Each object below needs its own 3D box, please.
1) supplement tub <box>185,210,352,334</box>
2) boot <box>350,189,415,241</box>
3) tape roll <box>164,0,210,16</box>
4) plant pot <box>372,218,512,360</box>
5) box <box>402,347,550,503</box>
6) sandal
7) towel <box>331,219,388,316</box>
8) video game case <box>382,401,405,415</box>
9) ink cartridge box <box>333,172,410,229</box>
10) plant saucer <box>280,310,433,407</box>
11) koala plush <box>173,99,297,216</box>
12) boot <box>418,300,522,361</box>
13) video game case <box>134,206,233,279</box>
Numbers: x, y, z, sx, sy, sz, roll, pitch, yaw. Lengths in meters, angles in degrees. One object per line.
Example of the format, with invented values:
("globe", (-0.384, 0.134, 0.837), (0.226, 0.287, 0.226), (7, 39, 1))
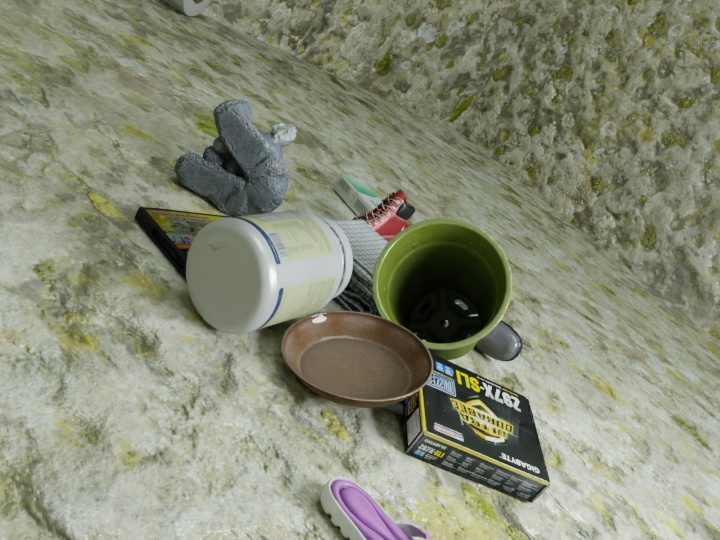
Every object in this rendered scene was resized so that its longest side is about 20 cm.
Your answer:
("supplement tub", (-0.114, -0.004, 1.017), (0.145, 0.146, 0.199), (39, 26, 22))
("boot", (0.014, -0.102, 1.471), (0.199, 0.145, 0.072), (8, 31, -46))
("tape roll", (-0.598, -1.001, 2.647), (0.139, 0.204, 0.203), (33, 19, 7))
("plant pot", (0.128, 0.052, 1.175), (0.200, 0.200, 0.190), (39, -12, 21))
("box", (0.150, 0.205, 1.033), (0.199, 0.049, 0.160), (26, 29, -17))
("sandal", (0.045, 0.271, 0.756), (0.202, 0.050, 0.082), (36, 20, 13))
("towel", (0.000, 0.000, 1.300), (0.200, 0.086, 0.165), (42, 23, 23))
("video game case", (0.101, 0.179, 1.109), (0.199, 0.018, 0.143), (25, 21, -20))
("ink cartridge box", (0.052, -0.147, 1.783), (0.199, 0.050, 0.161), (10, 28, -41))
("plant saucer", (-0.006, 0.119, 0.998), (0.198, 0.037, 0.201), (8, 28, -4))
("koala plush", (-0.194, -0.193, 1.370), (0.184, 0.177, 0.200), (41, 18, -5))
("boot", (0.177, 0.097, 1.350), (0.199, 0.070, 0.131), (31, 13, 36))
("video game case", (-0.207, -0.027, 1.141), (0.181, 0.026, 0.199), (44, 24, 30))
